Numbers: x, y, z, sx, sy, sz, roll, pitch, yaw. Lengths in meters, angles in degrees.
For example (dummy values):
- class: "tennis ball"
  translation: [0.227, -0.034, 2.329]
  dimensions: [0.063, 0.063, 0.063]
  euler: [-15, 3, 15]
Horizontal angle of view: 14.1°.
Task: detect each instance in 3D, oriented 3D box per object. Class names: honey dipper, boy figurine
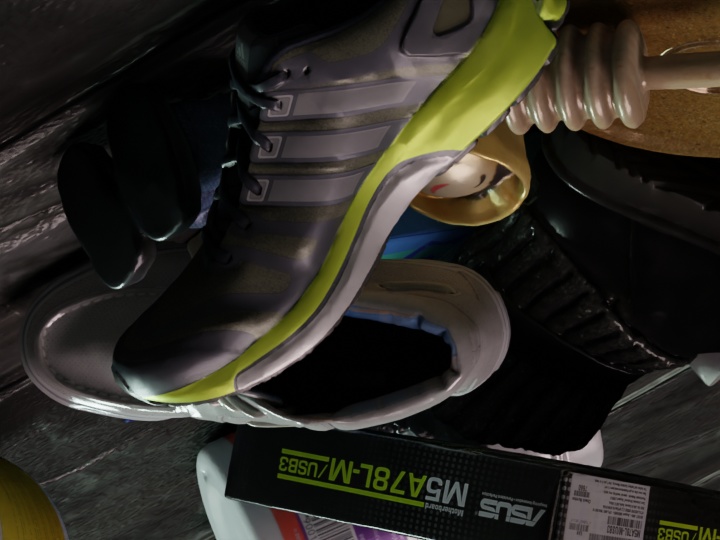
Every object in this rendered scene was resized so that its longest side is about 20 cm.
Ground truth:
- class: "honey dipper"
  translation: [0.146, -0.071, 0.983]
  dimensions: [0.199, 0.038, 0.038]
  euler: [-4, 171, 17]
- class: "boy figurine"
  translation: [-0.018, -0.038, 1.092]
  dimensions: [0.199, 0.065, 0.124]
  euler: [-6, 153, -44]

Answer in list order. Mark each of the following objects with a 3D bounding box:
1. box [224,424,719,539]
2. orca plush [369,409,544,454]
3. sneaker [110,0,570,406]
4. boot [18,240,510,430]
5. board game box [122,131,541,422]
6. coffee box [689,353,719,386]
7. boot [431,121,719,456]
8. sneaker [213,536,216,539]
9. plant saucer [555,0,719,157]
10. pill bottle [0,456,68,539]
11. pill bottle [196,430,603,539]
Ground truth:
- class: "box"
  translation: [0.077, 0.103, 1.261]
  dimensions: [0.193, 0.048, 0.199]
  euler: [4, 173, 44]
- class: "orca plush"
  translation: [0.084, 0.052, 1.407]
  dimensions: [0.200, 0.071, 0.105]
  euler: [-33, -171, -24]
- class: "sneaker"
  translation: [-0.022, -0.043, 0.976]
  dimensions: [0.200, 0.081, 0.074]
  euler: [-52, -153, -2]
- class: "boot"
  translation: [-0.047, 0.026, 1.119]
  dimensions: [0.199, 0.074, 0.096]
  euler: [-5, -176, 12]
- class: "board game box"
  translation: [0.000, 0.000, 1.279]
  dimensions: [0.199, 0.045, 0.152]
  euler: [-8, 155, -50]
- class: "coffee box"
  translation: [0.224, -0.047, 1.351]
  dimensions: [0.200, 0.080, 0.113]
  euler: [-34, 169, -28]
- class: "boot"
  translation: [0.133, 0.027, 1.214]
  dimensions: [0.158, 0.210, 0.080]
  euler: [-59, -177, 33]
- class: "sneaker"
  translation: [0.001, 0.136, 1.677]
  dimensions: [0.199, 0.074, 0.088]
  euler: [-31, 166, 13]
- class: "plant saucer"
  translation: [0.128, -0.086, 1.041]
  dimensions: [0.199, 0.036, 0.200]
  euler: [4, 156, 2]
- class: "pill bottle"
  translation: [-0.189, 0.127, 1.259]
  dimensions: [0.112, 0.112, 0.200]
  euler: [-28, 165, 5]
- class: "pill bottle"
  translation: [0.023, 0.107, 1.546]
  dimensions: [0.199, 0.112, 0.111]
  euler: [-22, 164, -14]
